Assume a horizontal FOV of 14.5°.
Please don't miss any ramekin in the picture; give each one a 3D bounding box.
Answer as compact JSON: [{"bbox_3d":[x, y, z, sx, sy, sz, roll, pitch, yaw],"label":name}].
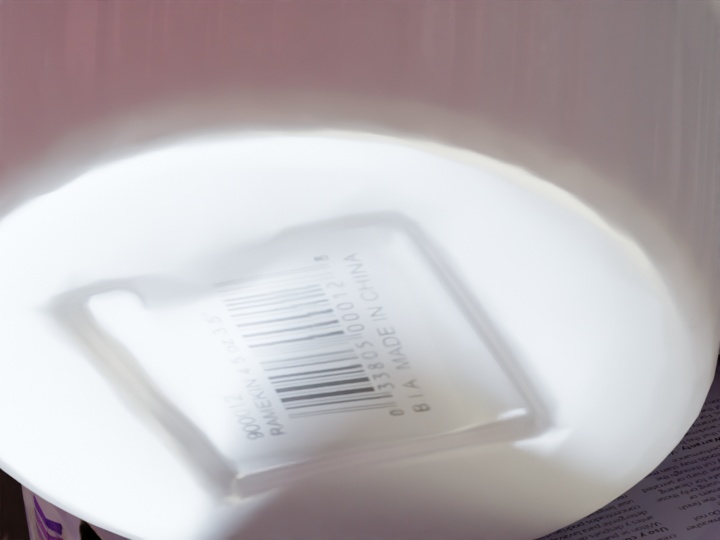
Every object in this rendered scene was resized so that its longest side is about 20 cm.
[{"bbox_3d":[-0.009,-0.015,0.645,0.200,0.098,0.201,1,143,1],"label":"ramekin"}]

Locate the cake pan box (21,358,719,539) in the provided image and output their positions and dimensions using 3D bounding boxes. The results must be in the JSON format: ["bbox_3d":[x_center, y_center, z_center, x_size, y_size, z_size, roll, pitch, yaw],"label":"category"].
[{"bbox_3d":[0.026,0.075,0.737,0.199,0.053,0.184,-16,-156,-23],"label":"cake pan box"}]

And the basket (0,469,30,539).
[{"bbox_3d":[-0.034,0.104,0.891,0.199,0.181,0.136,14,144,-33],"label":"basket"}]
